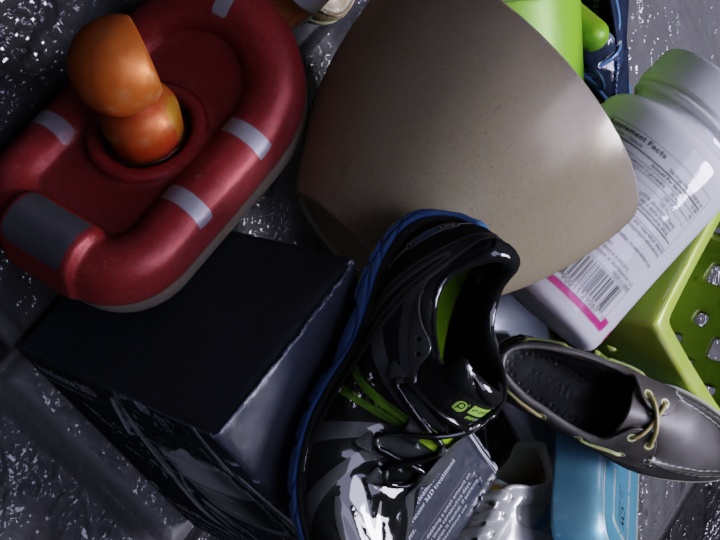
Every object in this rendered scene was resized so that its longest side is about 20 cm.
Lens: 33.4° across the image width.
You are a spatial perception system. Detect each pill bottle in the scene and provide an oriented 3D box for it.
[{"bbox_3d":[0.186,-0.052,0.847,0.200,0.113,0.113,-47,130,-2],"label":"pill bottle"}]

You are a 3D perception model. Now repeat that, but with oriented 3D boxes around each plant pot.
[{"bbox_3d":[0.040,-0.057,0.698,0.134,0.200,0.200,-42,127,-10],"label":"plant pot"},{"bbox_3d":[0.245,0.004,0.996,0.199,0.181,0.200,-57,131,-19],"label":"plant pot"}]

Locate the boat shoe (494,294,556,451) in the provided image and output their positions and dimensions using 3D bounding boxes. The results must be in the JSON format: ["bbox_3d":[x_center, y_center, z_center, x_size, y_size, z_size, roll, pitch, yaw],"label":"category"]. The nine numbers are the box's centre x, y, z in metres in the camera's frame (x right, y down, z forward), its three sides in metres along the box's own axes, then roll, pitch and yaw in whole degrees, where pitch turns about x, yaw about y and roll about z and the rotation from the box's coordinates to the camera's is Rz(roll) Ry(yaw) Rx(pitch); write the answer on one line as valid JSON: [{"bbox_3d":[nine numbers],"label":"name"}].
[{"bbox_3d":[0.123,0.087,0.978,0.070,0.066,0.200,-45,123,-24],"label":"boat shoe"}]

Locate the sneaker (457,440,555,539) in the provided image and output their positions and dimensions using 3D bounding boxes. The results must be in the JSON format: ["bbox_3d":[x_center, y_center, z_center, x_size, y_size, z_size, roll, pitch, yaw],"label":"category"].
[{"bbox_3d":[0.091,0.205,0.904,0.200,0.076,0.081,-35,114,-43],"label":"sneaker"}]

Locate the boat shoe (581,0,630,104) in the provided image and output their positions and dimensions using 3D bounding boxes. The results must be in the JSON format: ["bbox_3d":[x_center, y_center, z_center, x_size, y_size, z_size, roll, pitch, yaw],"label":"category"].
[{"bbox_3d":[0.173,-0.179,0.962,0.069,0.084,0.201,6,81,-63],"label":"boat shoe"}]

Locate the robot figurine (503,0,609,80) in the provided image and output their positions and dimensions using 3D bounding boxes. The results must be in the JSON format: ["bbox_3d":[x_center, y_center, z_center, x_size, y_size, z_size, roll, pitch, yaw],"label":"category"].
[{"bbox_3d":[0.101,-0.166,0.862,0.175,0.116,0.200,-26,118,-43],"label":"robot figurine"}]

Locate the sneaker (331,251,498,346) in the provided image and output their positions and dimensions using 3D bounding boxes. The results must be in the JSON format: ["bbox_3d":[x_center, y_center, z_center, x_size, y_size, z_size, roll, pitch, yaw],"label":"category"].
[{"bbox_3d":[0.001,0.000,0.804,0.108,0.067,0.202,-30,89,-20],"label":"sneaker"}]

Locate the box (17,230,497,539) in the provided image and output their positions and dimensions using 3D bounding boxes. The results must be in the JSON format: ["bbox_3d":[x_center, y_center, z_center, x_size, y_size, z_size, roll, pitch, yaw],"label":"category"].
[{"bbox_3d":[-0.058,0.083,0.709,0.124,0.200,0.197,-51,129,-23],"label":"box"}]

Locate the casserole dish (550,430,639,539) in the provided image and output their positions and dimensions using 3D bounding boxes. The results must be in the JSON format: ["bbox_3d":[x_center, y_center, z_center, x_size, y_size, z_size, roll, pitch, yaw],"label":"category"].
[{"bbox_3d":[0.189,0.168,0.945,0.121,0.039,0.200,59,32,-36],"label":"casserole dish"}]

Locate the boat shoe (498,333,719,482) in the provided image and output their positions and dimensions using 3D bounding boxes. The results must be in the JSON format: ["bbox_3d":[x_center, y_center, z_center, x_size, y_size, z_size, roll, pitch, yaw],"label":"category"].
[{"bbox_3d":[0.187,0.104,0.876,0.061,0.201,0.072,47,65,-83],"label":"boat shoe"}]

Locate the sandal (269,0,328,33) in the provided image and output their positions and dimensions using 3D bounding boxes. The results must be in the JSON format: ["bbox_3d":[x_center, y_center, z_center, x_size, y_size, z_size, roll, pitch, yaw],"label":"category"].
[{"bbox_3d":[-0.015,-0.225,0.715,0.079,0.059,0.207,39,107,-15],"label":"sandal"}]

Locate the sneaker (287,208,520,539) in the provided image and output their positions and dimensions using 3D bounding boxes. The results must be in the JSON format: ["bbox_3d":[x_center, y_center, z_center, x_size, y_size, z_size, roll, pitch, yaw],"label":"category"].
[{"bbox_3d":[0.024,0.067,0.586,0.071,0.083,0.200,22,84,-44],"label":"sneaker"}]

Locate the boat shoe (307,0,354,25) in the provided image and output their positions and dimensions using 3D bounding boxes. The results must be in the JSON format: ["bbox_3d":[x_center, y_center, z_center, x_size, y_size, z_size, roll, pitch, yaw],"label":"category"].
[{"bbox_3d":[-0.005,-0.258,0.766,0.072,0.076,0.201,-2,102,-44],"label":"boat shoe"}]

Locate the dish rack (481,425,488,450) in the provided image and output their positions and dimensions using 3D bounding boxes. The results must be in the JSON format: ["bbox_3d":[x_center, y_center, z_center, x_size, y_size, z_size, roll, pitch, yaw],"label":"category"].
[{"bbox_3d":[0.046,0.180,0.938,0.153,0.054,0.200,-25,114,-39],"label":"dish rack"}]

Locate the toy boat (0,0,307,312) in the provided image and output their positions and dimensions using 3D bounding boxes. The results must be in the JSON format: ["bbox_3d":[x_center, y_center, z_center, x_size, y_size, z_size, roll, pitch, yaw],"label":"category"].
[{"bbox_3d":[-0.118,-0.086,0.644,0.200,0.130,0.131,-53,159,-22],"label":"toy boat"}]
